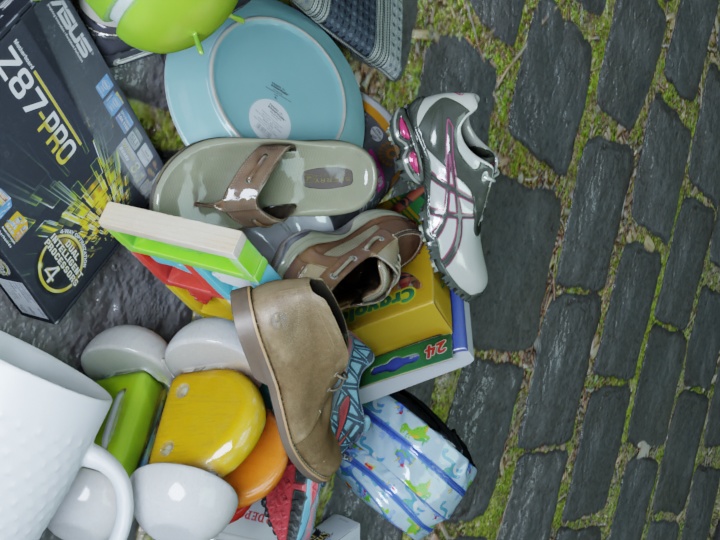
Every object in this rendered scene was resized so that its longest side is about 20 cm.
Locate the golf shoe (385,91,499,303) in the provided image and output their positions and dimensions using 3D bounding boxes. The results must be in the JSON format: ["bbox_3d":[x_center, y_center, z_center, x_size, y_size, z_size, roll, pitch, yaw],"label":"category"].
[{"bbox_3d":[0.093,-0.066,1.022,0.077,0.087,0.203,-66,138,-64],"label":"golf shoe"}]

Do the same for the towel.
[{"bbox_3d":[-0.013,-0.312,1.058,0.192,0.034,0.204,24,65,-54],"label":"towel"}]

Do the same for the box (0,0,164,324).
[{"bbox_3d":[-0.238,-0.086,0.811,0.162,0.048,0.202,-58,143,-32],"label":"box"}]

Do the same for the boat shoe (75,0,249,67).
[{"bbox_3d":[-0.154,-0.216,0.897,0.199,0.072,0.063,-34,157,-47],"label":"boat shoe"}]

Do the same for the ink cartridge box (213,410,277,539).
[{"bbox_3d":[-0.098,0.161,1.061,0.145,0.084,0.204,33,71,-54],"label":"ink cartridge box"}]

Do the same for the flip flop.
[{"bbox_3d":[-0.074,-0.067,0.895,0.196,0.057,0.083,-6,105,-20],"label":"flip flop"}]

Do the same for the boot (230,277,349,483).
[{"bbox_3d":[-0.035,0.089,0.851,0.074,0.074,0.202,-105,178,-51],"label":"boot"}]

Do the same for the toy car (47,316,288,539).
[{"bbox_3d":[-0.150,0.144,0.882,0.151,0.196,0.178,58,34,-47],"label":"toy car"}]

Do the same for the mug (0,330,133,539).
[{"bbox_3d":[-0.251,0.147,0.748,0.198,0.148,0.178,28,85,-12],"label":"mug"}]

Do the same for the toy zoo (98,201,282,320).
[{"bbox_3d":[-0.110,0.013,0.893,0.021,0.129,0.200,-66,152,-19],"label":"toy zoo"}]

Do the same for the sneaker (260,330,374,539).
[{"bbox_3d":[-0.029,0.153,0.993,0.094,0.079,0.204,10,92,-33],"label":"sneaker"}]

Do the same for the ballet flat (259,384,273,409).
[{"bbox_3d":[-0.107,0.097,0.958,0.067,0.198,0.067,54,28,-9],"label":"ballet flat"}]

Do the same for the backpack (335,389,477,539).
[{"bbox_3d":[0.030,0.187,1.156,0.155,0.197,0.164,-60,143,-22],"label":"backpack"}]

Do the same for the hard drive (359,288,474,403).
[{"bbox_3d":[0.047,0.030,1.115,0.025,0.130,0.202,51,27,-37],"label":"hard drive"}]

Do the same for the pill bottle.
[{"bbox_3d":[-0.049,-0.072,1.032,0.201,0.115,0.118,-51,138,-34],"label":"pill bottle"}]

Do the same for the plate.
[{"bbox_3d":[-0.075,-0.153,0.956,0.197,0.025,0.204,12,67,-30],"label":"plate"}]

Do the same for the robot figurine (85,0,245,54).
[{"bbox_3d":[-0.161,-0.240,0.765,0.201,0.115,0.176,48,35,-9],"label":"robot figurine"}]

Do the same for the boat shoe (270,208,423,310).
[{"bbox_3d":[0.000,0.000,0.971,0.199,0.071,0.077,-21,138,-50],"label":"boat shoe"}]

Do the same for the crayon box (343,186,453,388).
[{"bbox_3d":[0.025,0.016,1.081,0.051,0.125,0.202,54,24,-39],"label":"crayon box"}]

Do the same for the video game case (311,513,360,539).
[{"bbox_3d":[-0.068,0.400,1.214,0.180,0.045,0.204,-23,118,-52],"label":"video game case"}]
